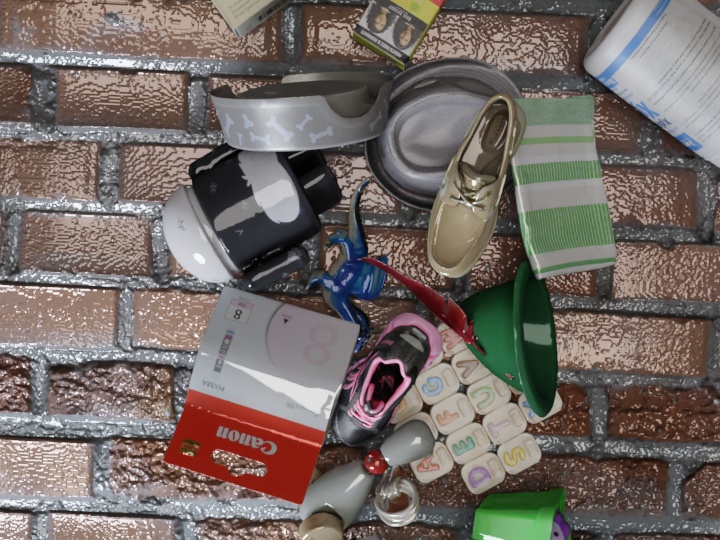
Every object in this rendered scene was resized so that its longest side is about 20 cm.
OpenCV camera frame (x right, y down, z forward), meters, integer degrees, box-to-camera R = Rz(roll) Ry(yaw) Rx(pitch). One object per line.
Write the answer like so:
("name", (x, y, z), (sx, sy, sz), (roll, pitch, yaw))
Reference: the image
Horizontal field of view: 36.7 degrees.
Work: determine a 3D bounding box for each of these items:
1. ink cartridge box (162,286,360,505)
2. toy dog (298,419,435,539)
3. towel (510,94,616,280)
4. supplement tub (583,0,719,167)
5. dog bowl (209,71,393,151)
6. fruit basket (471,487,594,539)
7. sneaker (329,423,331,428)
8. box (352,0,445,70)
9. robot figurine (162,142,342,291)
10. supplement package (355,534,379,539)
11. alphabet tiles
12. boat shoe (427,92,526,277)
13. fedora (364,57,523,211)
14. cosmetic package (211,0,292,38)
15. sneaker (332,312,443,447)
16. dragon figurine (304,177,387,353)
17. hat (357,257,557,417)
("ink cartridge box", (-0.104, 0.129, 1.163), (0.162, 0.057, 0.201), (16, 57, 6))
("toy dog", (0.008, 0.252, 1.234), (0.199, 0.096, 0.132), (-18, 51, 28))
("towel", (0.228, -0.096, 1.222), (0.152, 0.023, 0.201), (-10, 92, -40))
("supplement tub", (0.363, -0.222, 1.207), (0.200, 0.132, 0.132), (37, 91, -1))
("dog bowl", (-0.061, -0.174, 1.175), (0.199, 0.200, 0.059), (-5, 106, -1))
("fruit basket", (0.225, 0.356, 1.229), (0.215, 0.155, 0.217), (0, 90, 17))
("sneaker", (-0.098, 0.113, 1.232), (0.070, 0.090, 0.200), (-33, 93, 0))
("box", (0.072, -0.334, 1.237), (0.075, 0.050, 0.200), (33, 91, -1))
("robot figurine", (-0.122, -0.068, 1.210), (0.199, 0.150, 0.125), (-29, 117, -1))
("supplement package", (-0.001, 0.422, 1.211), (0.117, 0.117, 0.201), (-17, 107, 0))
("alphabet tiles", (0.130, 0.156, 1.276), (0.195, 0.015, 0.201), (-27, 93, 0))
("boat shoe", (0.118, -0.090, 1.143), (0.072, 0.065, 0.201), (23, 93, 15))
("fedora", (0.103, -0.156, 1.224), (0.199, 0.090, 0.178), (-9, 93, -1))
("cosmetic package", (-0.157, -0.376, 1.221), (0.103, 0.073, 0.200), (-36, 93, 1))
("sneaker", (0.015, 0.137, 1.202), (0.079, 0.095, 0.200), (31, 127, 2))
("dragon figurine", (0.000, 0.000, 1.245), (0.099, 0.059, 0.201), (24, 92, -2))
("hat", (0.119, 0.072, 1.235), (0.175, 0.166, 0.201), (-7, 90, 23))
